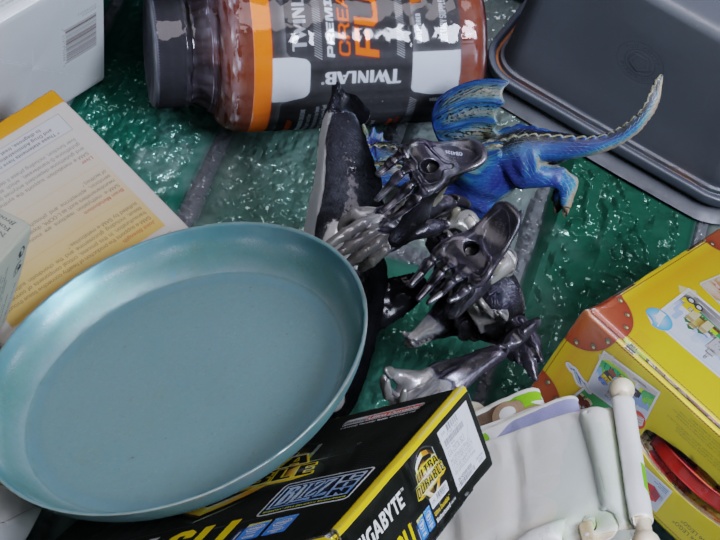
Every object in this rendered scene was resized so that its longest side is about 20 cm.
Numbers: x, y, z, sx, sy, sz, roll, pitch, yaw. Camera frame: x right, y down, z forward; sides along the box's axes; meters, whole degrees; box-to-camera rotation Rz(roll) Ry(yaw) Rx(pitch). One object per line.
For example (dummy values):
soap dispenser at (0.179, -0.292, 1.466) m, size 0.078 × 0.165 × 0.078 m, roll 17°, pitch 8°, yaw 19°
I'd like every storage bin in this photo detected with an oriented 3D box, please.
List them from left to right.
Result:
storage bin at (0.196, -0.152, 1.132) m, size 0.200 × 0.134 × 0.146 m, roll 33°, pitch 58°, yaw 11°

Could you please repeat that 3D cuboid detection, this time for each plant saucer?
plant saucer at (-0.089, 0.051, 0.884) m, size 0.200 × 0.027 × 0.200 m, roll -13°, pitch 39°, yaw 11°

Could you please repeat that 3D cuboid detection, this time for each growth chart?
growth chart at (0.055, 0.112, 0.923) m, size 0.200 × 0.018 × 0.145 m, roll -18°, pitch 33°, yaw 20°

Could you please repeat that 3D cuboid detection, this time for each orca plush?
orca plush at (0.000, 0.000, 1.019) m, size 0.071 × 0.105 × 0.200 m, roll 11°, pitch 67°, yaw -14°

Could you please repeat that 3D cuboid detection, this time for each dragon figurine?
dragon figurine at (0.074, -0.071, 1.057) m, size 0.099 × 0.200 × 0.059 m, roll 32°, pitch 50°, yaw -35°

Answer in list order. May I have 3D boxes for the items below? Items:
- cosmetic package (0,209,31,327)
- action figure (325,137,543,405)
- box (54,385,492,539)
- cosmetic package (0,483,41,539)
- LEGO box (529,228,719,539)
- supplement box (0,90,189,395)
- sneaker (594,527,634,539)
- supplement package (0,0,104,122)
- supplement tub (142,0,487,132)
cosmetic package at (-0.246, 0.031, 0.848) m, size 0.105 × 0.071 × 0.200 m, roll 24°, pitch 35°, yaw 1°
action figure at (0.038, 0.006, 0.935) m, size 0.102 × 0.200 × 0.119 m, roll -28°, pitch 70°, yaw -5°
box at (-0.056, 0.124, 0.845) m, size 0.049 × 0.200 × 0.160 m, roll 67°, pitch 29°, yaw -12°
cosmetic package at (-0.272, 0.103, 0.893) m, size 0.200 × 0.085 × 0.108 m, roll 35°, pitch 18°, yaw 13°
LEGO box at (0.216, 0.087, 0.986) m, size 0.200 × 0.077 × 0.149 m, roll 44°, pitch 41°, yaw 18°
supplement box at (-0.156, 0.013, 1.001) m, size 0.126 × 0.074 × 0.200 m, roll -35°, pitch 69°, yaw -25°
sneaker at (0.069, 0.190, 0.931) m, size 0.099 × 0.070 × 0.200 m, roll 21°, pitch 50°, yaw 10°
supplement package at (-0.259, -0.185, 1.091) m, size 0.110 × 0.114 × 0.200 m, roll -36°, pitch 70°, yaw -26°
supplement tub at (-0.030, -0.138, 1.103) m, size 0.200 × 0.107 × 0.107 m, roll -5°, pitch 58°, yaw -12°
